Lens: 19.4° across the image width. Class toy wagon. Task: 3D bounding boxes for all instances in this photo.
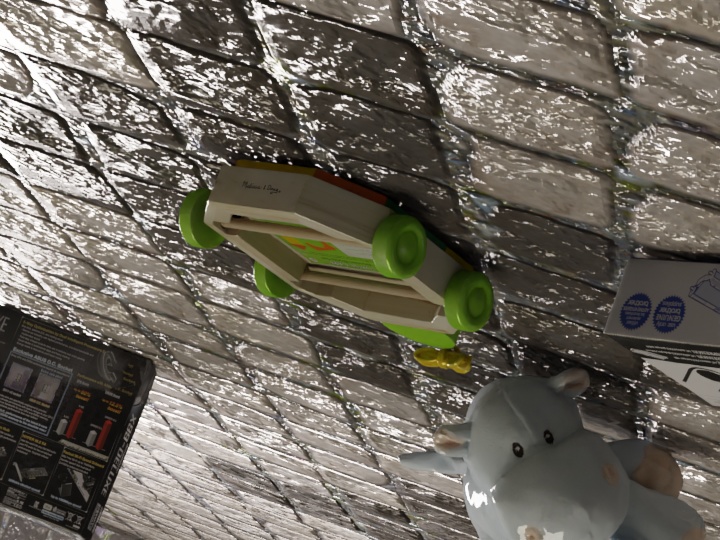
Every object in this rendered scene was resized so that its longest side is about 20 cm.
[{"bbox_3d":[0.000,0.000,1.153,0.154,0.040,0.200,9,162,41],"label":"toy wagon"}]

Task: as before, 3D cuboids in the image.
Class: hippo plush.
[{"bbox_3d":[0.128,0.123,1.291,0.161,0.158,0.201,81,163,-54],"label":"hippo plush"}]

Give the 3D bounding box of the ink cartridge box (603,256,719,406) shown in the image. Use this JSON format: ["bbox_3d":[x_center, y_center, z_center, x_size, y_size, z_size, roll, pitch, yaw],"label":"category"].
[{"bbox_3d":[0.217,0.036,0.955,0.094,0.045,0.199,31,163,-38],"label":"ink cartridge box"}]

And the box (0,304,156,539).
[{"bbox_3d":[-0.291,0.119,1.768,0.198,0.159,0.050,19,166,6],"label":"box"}]
